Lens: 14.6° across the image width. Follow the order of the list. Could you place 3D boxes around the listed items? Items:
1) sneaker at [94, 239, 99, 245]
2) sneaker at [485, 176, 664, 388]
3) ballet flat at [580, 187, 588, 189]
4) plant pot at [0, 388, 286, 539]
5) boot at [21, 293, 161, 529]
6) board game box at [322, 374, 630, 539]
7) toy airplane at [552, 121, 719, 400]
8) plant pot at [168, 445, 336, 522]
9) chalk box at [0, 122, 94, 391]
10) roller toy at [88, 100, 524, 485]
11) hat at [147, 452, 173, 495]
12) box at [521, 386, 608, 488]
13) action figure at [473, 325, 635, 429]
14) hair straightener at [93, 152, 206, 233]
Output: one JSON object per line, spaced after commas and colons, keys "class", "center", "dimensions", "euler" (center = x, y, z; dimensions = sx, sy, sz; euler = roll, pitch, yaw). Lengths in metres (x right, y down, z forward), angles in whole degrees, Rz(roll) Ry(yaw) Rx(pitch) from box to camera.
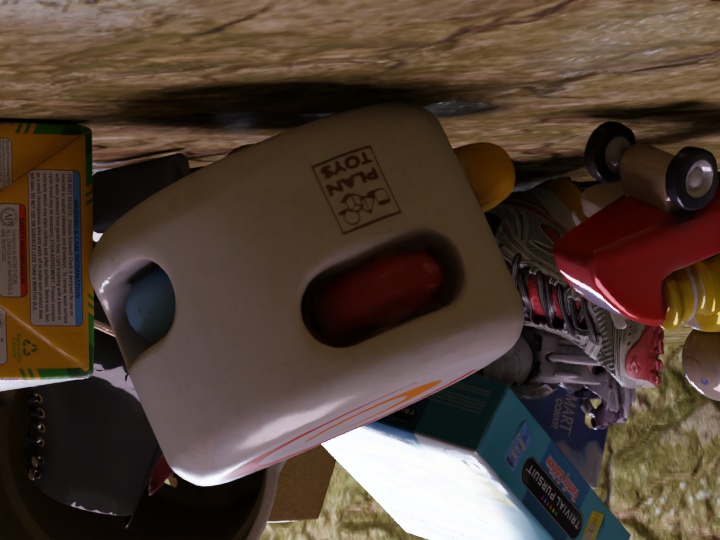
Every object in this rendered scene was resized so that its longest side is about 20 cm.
{"class": "sneaker", "center": [-0.188, 0.004, 1.799], "dimensions": [0.199, 0.080, 0.078], "euler": [-20, 165, -17]}
{"class": "sneaker", "center": [0.113, 0.014, 1.592], "dimensions": [0.082, 0.078, 0.200], "euler": [-12, -154, -17]}
{"class": "ballet flat", "center": [0.219, -0.021, 1.720], "dimensions": [0.199, 0.068, 0.068], "euler": [-2, 176, 5]}
{"class": "plant pot", "center": [-0.125, 0.101, 1.749], "dimensions": [0.200, 0.201, 0.183], "euler": [-3, -176, 13]}
{"class": "boot", "center": [-0.191, 0.060, 1.607], "dimensions": [0.199, 0.139, 0.077], "euler": [23, -165, -9]}
{"class": "board game box", "center": [0.056, 0.116, 1.680], "dimensions": [0.151, 0.047, 0.200], "euler": [15, 158, 35]}
{"class": "toy airplane", "center": [0.201, -0.003, 1.447], "dimensions": [0.198, 0.142, 0.200], "euler": [7, -167, 6]}
{"class": "plant pot", "center": [-0.077, 0.075, 1.950], "dimensions": [0.186, 0.201, 0.186], "euler": [-3, 175, 0]}
{"class": "chalk box", "center": [-0.224, -0.001, 1.393], "dimensions": [0.123, 0.125, 0.200], "euler": [0, 176, -27]}
{"class": "roller toy", "center": [-0.026, 0.004, 1.316], "dimensions": [0.199, 0.140, 0.182], "euler": [-26, 174, 18]}
{"class": "hat", "center": [-0.008, 0.034, 1.587], "dimensions": [0.199, 0.177, 0.166], "euler": [-3, 175, 9]}
{"class": "box", "center": [0.065, 0.061, 1.802], "dimensions": [0.199, 0.122, 0.048], "euler": [22, 152, -15]}
{"class": "action figure", "center": [0.110, 0.059, 1.688], "dimensions": [0.130, 0.070, 0.200], "euler": [16, -173, 20]}
{"class": "hair straightener", "center": [-0.161, -0.041, 1.524], "dimensions": [0.199, 0.041, 0.077], "euler": [0, 173, 41]}
